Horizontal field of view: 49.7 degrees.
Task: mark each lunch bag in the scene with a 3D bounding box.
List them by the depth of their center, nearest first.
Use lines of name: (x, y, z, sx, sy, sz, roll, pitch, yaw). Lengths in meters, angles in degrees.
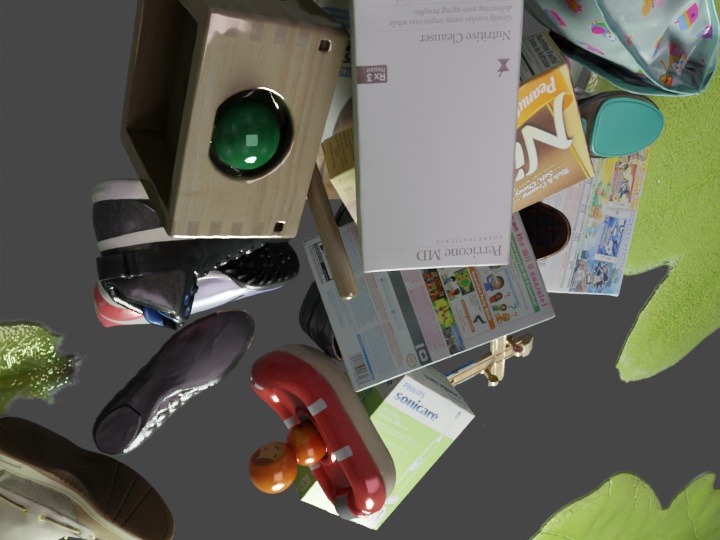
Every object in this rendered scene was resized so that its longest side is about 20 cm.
lunch bag: (0.224, -0.247, 0.702, 0.122, 0.171, 0.199, -49, 133, 7)

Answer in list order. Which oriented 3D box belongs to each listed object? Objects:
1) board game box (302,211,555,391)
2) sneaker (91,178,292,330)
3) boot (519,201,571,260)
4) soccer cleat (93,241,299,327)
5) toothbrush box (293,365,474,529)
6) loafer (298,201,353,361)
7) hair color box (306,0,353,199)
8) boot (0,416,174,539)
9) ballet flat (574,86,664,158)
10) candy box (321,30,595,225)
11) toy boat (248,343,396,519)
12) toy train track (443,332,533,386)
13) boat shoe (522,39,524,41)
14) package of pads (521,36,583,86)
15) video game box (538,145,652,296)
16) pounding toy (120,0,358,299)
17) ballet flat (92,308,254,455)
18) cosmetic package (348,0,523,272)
board game box: (0.063, 0.005, 0.728, 0.196, 0.151, 0.064, -21, 179, 10)
sneaker: (-0.136, -0.007, 0.660, 0.197, 0.072, 0.115, 5, 82, -45)
boot: (0.154, -0.048, 0.814, 0.095, 0.198, 0.077, -8, 99, -40)
soccer cleat: (-0.150, 0.008, 0.726, 0.196, 0.069, 0.073, -11, 154, -35)
toothbrush box: (0.021, 0.204, 0.965, 0.145, 0.086, 0.201, 32, 103, -38)
loafer: (0.000, 0.000, 0.809, 0.071, 0.072, 0.204, 1, 121, -34)
hair color box: (-0.025, -0.164, 0.670, 0.107, 0.065, 0.203, -5, 127, -34)
boot: (-0.292, 0.250, 0.751, 0.197, 0.072, 0.156, 31, 109, -8)
ballet flat: (0.206, -0.143, 0.749, 0.196, 0.068, 0.069, -13, 128, -30)
candy box: (0.081, -0.091, 0.632, 0.196, 0.056, 0.116, -25, 134, 9)
toy boat: (-0.061, 0.183, 0.821, 0.129, 0.203, 0.130, -28, 173, -28)
toy train track: (0.160, 0.142, 1.064, 0.196, 0.033, 0.117, -23, 134, -18)
boat shoe: (0.090, -0.173, 0.645, 0.197, 0.070, 0.072, 10, 112, -37)
package of pads: (0.112, -0.157, 0.771, 0.196, 0.068, 0.157, 2, 121, -35)
video game box: (0.257, -0.076, 0.910, 0.179, 0.046, 0.205, 4, 100, -35)
pounding toy: (-0.079, -0.108, 0.571, 0.139, 0.201, 0.187, -2, 125, -32)
ballet flat: (-0.190, 0.106, 0.785, 0.199, 0.057, 0.067, -40, 102, -7)
cosmetic package: (0.048, -0.107, 0.532, 0.110, 0.082, 0.205, -5, 113, -1)
